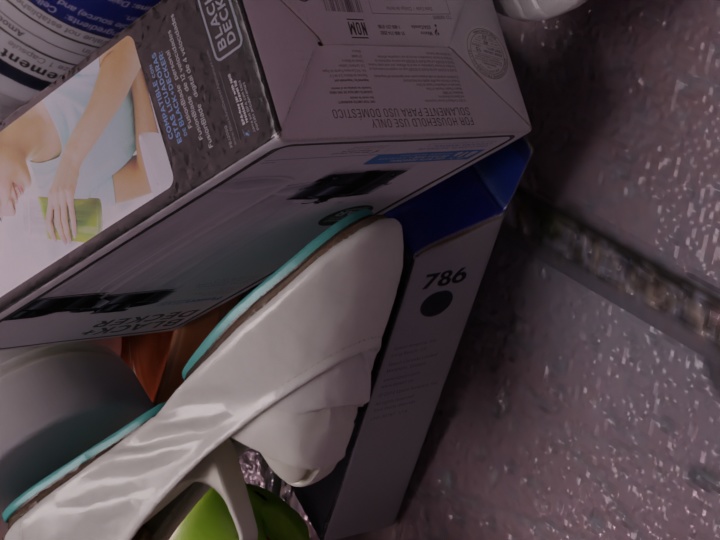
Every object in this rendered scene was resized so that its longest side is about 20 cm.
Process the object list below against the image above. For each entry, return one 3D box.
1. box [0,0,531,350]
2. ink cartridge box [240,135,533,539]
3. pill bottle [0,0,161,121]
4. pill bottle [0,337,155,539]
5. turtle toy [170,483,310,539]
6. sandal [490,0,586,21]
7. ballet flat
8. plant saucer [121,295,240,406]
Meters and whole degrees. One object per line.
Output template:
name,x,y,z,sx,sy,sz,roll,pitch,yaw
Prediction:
box,-0.054,-0.034,0.692,0.199,0.116,0.061,-27,75,42
ink cartridge box,0.000,0.000,0.770,0.100,0.039,0.201,57,144,37
pill bottle,-0.104,-0.133,0.774,0.200,0.115,0.117,-39,62,44
pill bottle,-0.166,0.016,0.827,0.200,0.113,0.114,51,133,30
turtle toy,-0.092,0.145,0.884,0.146,0.101,0.200,54,145,-7
sandal,0.040,-0.139,0.705,0.203,0.049,0.083,35,144,62
ballet flat,-0.044,0.060,0.720,0.200,0.069,0.070,-41,58,25
plant saucer,-0.084,-0.015,0.885,0.200,0.032,0.202,-172,90,-70
